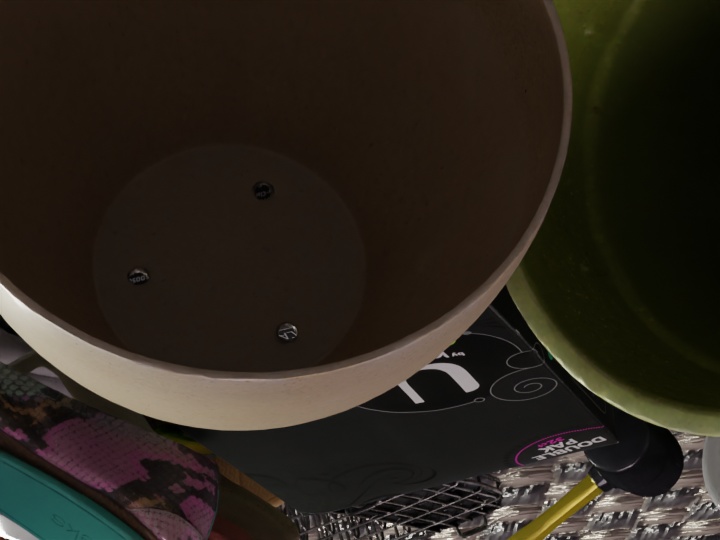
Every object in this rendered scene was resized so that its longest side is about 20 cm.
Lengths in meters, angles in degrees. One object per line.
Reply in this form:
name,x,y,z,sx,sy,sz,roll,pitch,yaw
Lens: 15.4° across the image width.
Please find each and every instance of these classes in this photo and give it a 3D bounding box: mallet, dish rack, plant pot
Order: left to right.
plant pot,-0.041,-0.030,0.857,0.200,0.201,0.135,-4,155,-8
dish rack,-0.031,0.128,1.383,0.200,0.055,0.153,-22,162,23
mallet,0.080,0.140,1.391,0.200,0.041,0.066,-37,151,1
plant pot,0.175,-0.041,0.956,0.200,0.201,0.190,-24,164,32

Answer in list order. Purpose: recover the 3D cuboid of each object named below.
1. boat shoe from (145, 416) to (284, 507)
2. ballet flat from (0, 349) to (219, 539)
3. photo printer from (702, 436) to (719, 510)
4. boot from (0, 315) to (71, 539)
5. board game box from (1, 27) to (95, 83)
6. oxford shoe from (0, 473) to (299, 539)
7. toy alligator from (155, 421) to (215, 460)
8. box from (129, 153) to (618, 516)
boat shoe,-0.114,0.099,1.307,0.199,0.071,0.069,-13,-179,-2
ballet flat,-0.143,0.050,1.002,0.200,0.071,0.069,28,138,-1
photo printer,0.284,0.091,1.272,0.166,0.070,0.200,-25,150,34
boot,-0.175,0.058,1.175,0.199,0.096,0.073,9,-174,35
board game box,-0.229,-0.076,0.895,0.199,0.044,0.200,-22,152,33
oxford shoe,-0.122,0.106,1.245,0.075,0.200,0.071,-36,149,-61
toy alligator,-0.039,0.060,1.252,0.199,0.060,0.054,6,-167,-28
box,0.000,0.000,1.035,0.148,0.125,0.200,-13,156,16
